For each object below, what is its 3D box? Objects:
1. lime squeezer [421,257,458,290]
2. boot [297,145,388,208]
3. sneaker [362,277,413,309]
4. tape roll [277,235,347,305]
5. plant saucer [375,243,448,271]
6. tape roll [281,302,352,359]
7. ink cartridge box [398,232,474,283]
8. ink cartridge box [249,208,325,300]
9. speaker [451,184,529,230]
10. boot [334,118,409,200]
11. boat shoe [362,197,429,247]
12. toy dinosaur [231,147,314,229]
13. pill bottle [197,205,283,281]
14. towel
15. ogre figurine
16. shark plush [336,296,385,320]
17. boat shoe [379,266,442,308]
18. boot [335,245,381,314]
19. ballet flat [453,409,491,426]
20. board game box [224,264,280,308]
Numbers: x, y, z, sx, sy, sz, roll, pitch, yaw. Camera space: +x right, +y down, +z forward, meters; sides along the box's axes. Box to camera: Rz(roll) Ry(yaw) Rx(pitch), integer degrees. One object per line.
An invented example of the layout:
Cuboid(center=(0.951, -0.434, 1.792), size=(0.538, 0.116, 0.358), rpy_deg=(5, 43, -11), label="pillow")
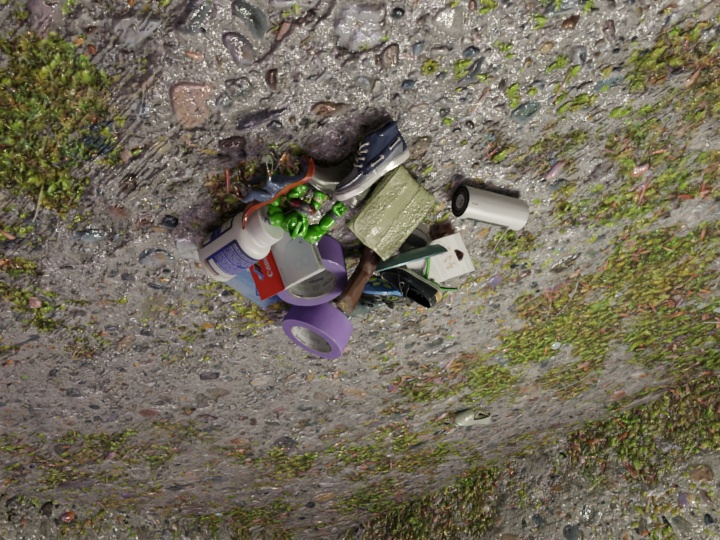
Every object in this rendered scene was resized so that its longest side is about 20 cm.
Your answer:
Cuboid(center=(0.210, 0.028, 1.756), size=(0.071, 0.038, 0.200), rpy_deg=(-49, 136, 0), label="lime squeezer")
Cuboid(center=(-0.038, -0.236, 1.401), size=(0.197, 0.069, 0.131), rpy_deg=(23, 119, -37), label="boot")
Cuboid(center=(0.082, 0.074, 1.805), size=(0.195, 0.071, 0.084), rpy_deg=(9, 123, -30), label="sneaker")
Cuboid(center=(-0.134, 0.001, 1.633), size=(0.194, 0.087, 0.202), rpy_deg=(-8, 144, -6), label="tape roll")
Cuboid(center=(0.128, -0.034, 1.578), size=(0.194, 0.028, 0.200), rpy_deg=(-16, 178, -1), label="plant saucer")
Cuboid(center=(-0.125, 0.166, 1.784), size=(0.195, 0.086, 0.202), rpy_deg=(21, 151, 12), label="tape roll")
Cuboid(center=(0.215, -0.039, 1.723), size=(0.172, 0.046, 0.201), rpy_deg=(-20, 143, 13), label="ink cartridge box")
Cuboid(center=(-0.201, -0.037, 1.516), size=(0.196, 0.164, 0.047), rpy_deg=(-25, 174, 17), label="ink cartridge box")
Cuboid(center=(0.334, -0.159, 1.573), size=(0.195, 0.083, 0.082), rpy_deg=(9, 139, -26), label="speaker")
Cuboid(center=(0.010, -0.243, 1.346), size=(0.198, 0.073, 0.091), rpy_deg=(-36, 119, -8), label="boot")
Cuboid(center=(0.093, -0.136, 1.547), size=(0.196, 0.071, 0.071), rpy_deg=(29, 149, -15), label="boat shoe")
Cuboid(center=(-0.184, -0.192, 1.349), size=(0.175, 0.107, 0.203), rpy_deg=(4, 136, 7), label="toy dinosaur")
Cuboid(center=(-0.284, -0.069, 1.476), size=(0.197, 0.122, 0.119), rpy_deg=(-28, 141, 26), label="pill bottle")
Cuboid(center=(0.077, -0.137, 1.476), size=(0.147, 0.037, 0.201), rpy_deg=(37, 97, -22), label="towel")
Cuboid(center=(-0.141, -0.139, 1.419), size=(0.197, 0.098, 0.123), rpy_deg=(21, 97, -38), label="ogre figurine")
Cuboid(center=(0.008, 0.116, 1.819), size=(0.195, 0.094, 0.082), rpy_deg=(8, 169, -33), label="shark plush")
Cuboid(center=(0.132, 0.044, 1.719), size=(0.196, 0.063, 0.076), rpy_deg=(27, 146, 20), label="boat shoe")
Cuboid(center=(0.000, 0.000, 1.595), size=(0.063, 0.202, 0.189), rpy_deg=(25, 150, 20), label="boot")
Cuboid(center=(0.489, 0.631, 2.665), size=(0.195, 0.071, 0.070), rpy_deg=(8, 140, -31), label="ballet flat")
Cuboid(center=(-0.293, 0.038, 1.705), size=(0.101, 0.020, 0.200), rpy_deg=(-25, 141, 19), label="board game box")
